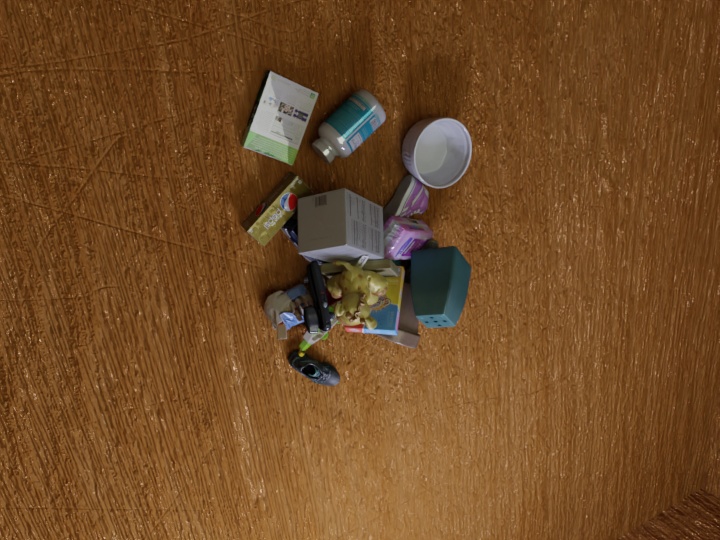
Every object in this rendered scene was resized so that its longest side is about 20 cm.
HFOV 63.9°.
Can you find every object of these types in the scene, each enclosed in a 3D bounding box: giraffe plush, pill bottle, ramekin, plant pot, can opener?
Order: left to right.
[{"bbox_3d":[-0.115,0.071,1.574,0.078,0.063,0.201,3,75,-40],"label":"can opener"},{"bbox_3d":[-0.036,-0.378,1.536,0.200,0.111,0.111,-44,123,-6],"label":"pill bottle"},{"bbox_3d":[-0.012,0.080,1.550,0.171,0.163,0.200,6,147,-1],"label":"giraffe plush"},{"bbox_3d":[0.108,0.120,1.766,0.200,0.200,0.175,21,89,-32],"label":"plant pot"},{"bbox_3d":[0.214,-0.349,1.682,0.199,0.105,0.201,-11,114,-25],"label":"ramekin"},{"bbox_3d":[0.227,0.056,1.675,0.141,0.141,0.201,43,48,-48],"label":"plant pot"}]

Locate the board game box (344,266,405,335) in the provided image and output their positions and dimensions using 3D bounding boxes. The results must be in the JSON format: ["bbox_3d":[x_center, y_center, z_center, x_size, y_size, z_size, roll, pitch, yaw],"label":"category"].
[{"bbox_3d":[0.043,0.083,1.687,0.040,0.152,0.201,61,34,-62],"label":"board game box"}]

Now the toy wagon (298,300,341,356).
[{"bbox_3d":[-0.117,0.170,1.699,0.200,0.040,0.155,-44,166,-3],"label":"toy wagon"}]

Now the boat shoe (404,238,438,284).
[{"bbox_3d":[0.182,-0.021,1.819,0.074,0.062,0.201,18,116,-18],"label":"boat shoe"}]

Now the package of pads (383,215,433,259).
[{"bbox_3d":[0.119,-0.091,1.687,0.121,0.076,0.200,-49,156,23],"label":"package of pads"}]

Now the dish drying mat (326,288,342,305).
[{"bbox_3d":[-0.028,0.062,1.766,0.199,0.018,0.077,-23,119,-18],"label":"dish drying mat"}]

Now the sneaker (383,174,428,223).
[{"bbox_3d":[0.136,-0.172,1.732,0.114,0.073,0.201,32,92,-36],"label":"sneaker"}]

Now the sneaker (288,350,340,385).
[{"bbox_3d":[-0.135,0.317,1.774,0.200,0.079,0.076,32,93,-34],"label":"sneaker"}]

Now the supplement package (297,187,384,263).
[{"bbox_3d":[-0.049,-0.110,1.540,0.200,0.151,0.152,16,69,-58],"label":"supplement package"}]

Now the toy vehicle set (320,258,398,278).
[{"bbox_3d":[0.000,0.000,1.641,0.199,0.124,0.027,-4,78,12],"label":"toy vehicle set"}]

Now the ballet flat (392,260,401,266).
[{"bbox_3d":[0.045,-0.059,1.732,0.064,0.076,0.200,-30,121,25],"label":"ballet flat"}]

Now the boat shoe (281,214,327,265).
[{"bbox_3d":[-0.143,-0.073,1.608,0.075,0.093,0.200,-49,123,-3],"label":"boat shoe"}]

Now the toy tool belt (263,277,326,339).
[{"bbox_3d":[-0.167,0.111,1.642,0.199,0.123,0.125,-26,153,-16],"label":"toy tool belt"}]

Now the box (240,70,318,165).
[{"bbox_3d":[-0.208,-0.390,1.487,0.144,0.036,0.201,17,100,-32],"label":"box"}]

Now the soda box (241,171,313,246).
[{"bbox_3d":[-0.223,-0.165,1.548,0.200,0.064,0.068,-48,123,-3],"label":"soda box"}]
